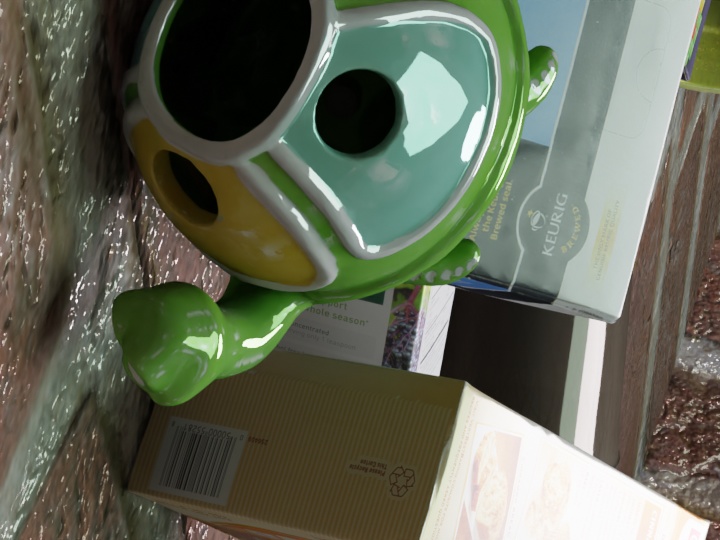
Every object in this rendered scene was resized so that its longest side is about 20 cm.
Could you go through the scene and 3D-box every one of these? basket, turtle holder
[{"bbox_3d":[0.094,0.001,1.714,0.180,0.136,0.200,-115,-148,-75],"label":"basket"},{"bbox_3d":[-0.031,-0.055,1.075,0.185,0.141,0.132,-38,159,15],"label":"turtle holder"}]

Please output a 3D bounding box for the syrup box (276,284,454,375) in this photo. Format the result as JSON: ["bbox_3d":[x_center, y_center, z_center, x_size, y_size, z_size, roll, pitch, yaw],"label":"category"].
[{"bbox_3d":[0.000,0.000,1.373,0.081,0.079,0.200,-53,155,-62],"label":"syrup box"}]

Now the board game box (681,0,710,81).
[{"bbox_3d":[0.095,-0.203,1.361,0.057,0.165,0.200,50,56,-76],"label":"board game box"}]

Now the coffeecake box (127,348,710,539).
[{"bbox_3d":[0.028,0.099,1.253,0.200,0.153,0.073,30,73,-49],"label":"coffeecake box"}]

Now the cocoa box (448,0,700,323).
[{"bbox_3d":[0.044,-0.095,1.215,0.133,0.131,0.200,12,-93,61],"label":"cocoa box"}]

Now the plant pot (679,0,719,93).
[{"bbox_3d":[0.288,-0.261,2.275,0.200,0.200,0.190,77,16,-67],"label":"plant pot"}]
